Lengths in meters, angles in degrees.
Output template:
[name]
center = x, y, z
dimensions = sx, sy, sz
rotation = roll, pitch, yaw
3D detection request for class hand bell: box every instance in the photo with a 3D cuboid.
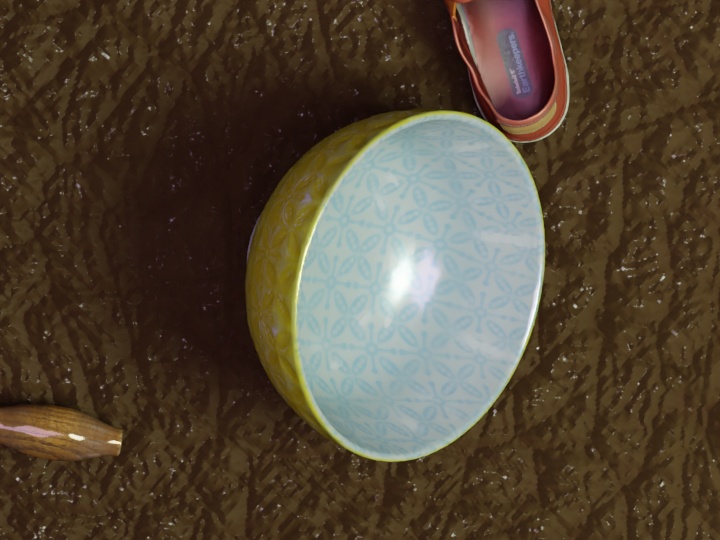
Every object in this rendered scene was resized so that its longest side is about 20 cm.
[hand bell]
center = -0.238, 0.084, 1.527
dimensions = 0.199, 0.104, 0.104
rotation = 8, 96, -12

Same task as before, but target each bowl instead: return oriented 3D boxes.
[bowl]
center = 0.000, 0.000, 1.478
dimensions = 0.108, 0.200, 0.201
rotation = 15, 98, 43

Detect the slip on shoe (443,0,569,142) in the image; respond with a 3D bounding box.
[slip on shoe]
center = 0.072, -0.170, 1.494
dimensions = 0.074, 0.061, 0.201
rotation = -17, 94, 5
